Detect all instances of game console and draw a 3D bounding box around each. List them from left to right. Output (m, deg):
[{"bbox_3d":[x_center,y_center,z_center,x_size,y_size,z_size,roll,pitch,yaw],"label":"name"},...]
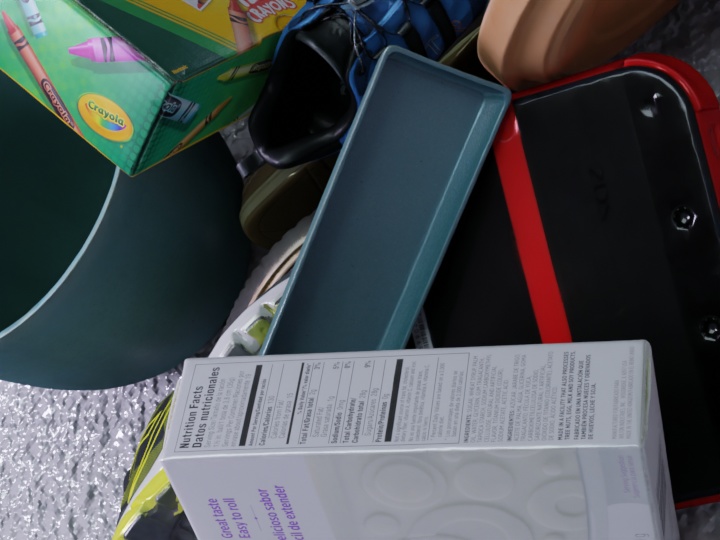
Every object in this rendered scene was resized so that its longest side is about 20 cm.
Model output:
[{"bbox_3d":[0.095,0.016,0.853,0.175,0.031,0.202,-16,87,29],"label":"game console"}]

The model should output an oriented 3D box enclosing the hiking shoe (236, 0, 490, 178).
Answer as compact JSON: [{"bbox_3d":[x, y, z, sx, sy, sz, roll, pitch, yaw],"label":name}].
[{"bbox_3d":[0.015,-0.118,0.843,0.074,0.087,0.201,38,129,10],"label":"hiking shoe"}]

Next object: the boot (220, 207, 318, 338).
[{"bbox_3d":[0.029,0.024,0.921,0.200,0.077,0.139,-48,64,20],"label":"boot"}]

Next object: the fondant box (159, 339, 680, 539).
[{"bbox_3d":[0.031,0.099,0.800,0.198,0.145,0.059,-2,47,15],"label":"fondant box"}]

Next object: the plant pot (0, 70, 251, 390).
[{"bbox_3d":[-0.153,-0.027,1.003,0.199,0.161,0.203,-13,65,29],"label":"plant pot"}]

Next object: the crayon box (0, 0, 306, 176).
[{"bbox_3d":[-0.088,-0.129,0.904,0.118,0.200,0.058,38,124,11],"label":"crayon box"}]

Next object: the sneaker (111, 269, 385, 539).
[{"bbox_3d":[-0.064,0.066,0.913,0.201,0.074,0.085,-52,26,12],"label":"sneaker"}]

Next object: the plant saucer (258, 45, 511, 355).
[{"bbox_3d":[0.000,0.000,0.847,0.019,0.069,0.202,38,109,58],"label":"plant saucer"}]

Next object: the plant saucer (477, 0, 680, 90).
[{"bbox_3d":[0.134,-0.156,0.844,0.032,0.200,0.200,45,100,13],"label":"plant saucer"}]

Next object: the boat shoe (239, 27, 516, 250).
[{"bbox_3d":[0.014,-0.089,0.972,0.200,0.073,0.063,-42,52,10],"label":"boat shoe"}]
